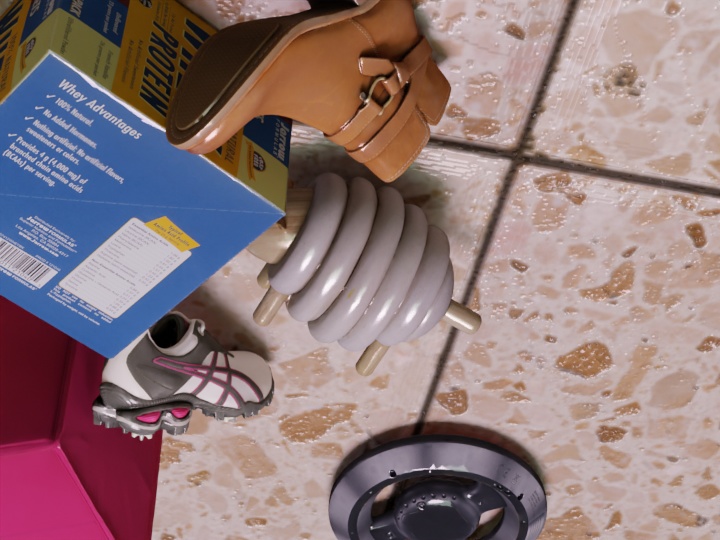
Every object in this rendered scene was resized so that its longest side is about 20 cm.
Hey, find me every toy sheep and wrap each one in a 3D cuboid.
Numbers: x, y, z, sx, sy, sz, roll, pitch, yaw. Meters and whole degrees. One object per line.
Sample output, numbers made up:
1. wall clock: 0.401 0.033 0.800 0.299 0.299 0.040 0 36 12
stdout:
1. toy sheep: 0.000 0.000 1.216 0.199 0.138 0.138 24 130 -16

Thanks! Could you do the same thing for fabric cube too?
1. fabric cube: -0.287 0.139 1.308 0.198 0.197 0.201 -9 133 10

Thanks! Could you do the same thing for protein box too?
1. protein box: -0.183 -0.080 1.136 0.198 0.135 0.200 34 126 -28

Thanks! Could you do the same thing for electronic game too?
1. electronic game: 0.070 0.218 1.486 0.199 0.042 0.201 1 133 1

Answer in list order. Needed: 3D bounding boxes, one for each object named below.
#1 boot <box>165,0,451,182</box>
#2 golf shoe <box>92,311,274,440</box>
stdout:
1. boot: -0.028 -0.112 1.082 0.076 0.200 0.156 7 144 44
2. golf shoe: -0.127 0.075 1.288 0.077 0.200 0.089 11 99 28
